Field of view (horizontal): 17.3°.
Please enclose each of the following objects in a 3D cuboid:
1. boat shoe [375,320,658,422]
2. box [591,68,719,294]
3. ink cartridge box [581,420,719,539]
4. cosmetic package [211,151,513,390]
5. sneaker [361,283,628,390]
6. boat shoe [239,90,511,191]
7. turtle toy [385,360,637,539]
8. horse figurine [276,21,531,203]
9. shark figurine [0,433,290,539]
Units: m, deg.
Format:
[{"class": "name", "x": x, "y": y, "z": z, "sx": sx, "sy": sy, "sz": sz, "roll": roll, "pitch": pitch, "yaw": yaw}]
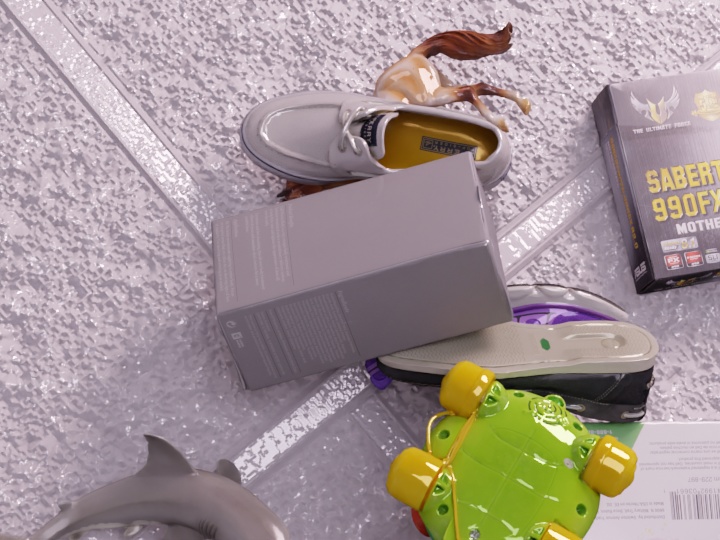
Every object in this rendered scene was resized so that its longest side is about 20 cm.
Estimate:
[{"class": "boat shoe", "x": 0.108, "y": 0.074, "z": 1.668, "sx": 0.200, "sy": 0.068, "sz": 0.072, "roll": 4, "pitch": 34, "yaw": -1}, {"class": "box", "x": 0.292, "y": -0.076, "z": 1.812, "sx": 0.200, "sy": 0.048, "sz": 0.159, "roll": -8, "pitch": 77, "yaw": -14}, {"class": "ink cartridge box", "x": 0.198, "y": 0.214, "z": 1.690, "sx": 0.145, "sy": 0.088, "sz": 0.200, "roll": 0, "pitch": 73, "yaw": -11}, {"class": "cosmetic package", "x": 0.000, "y": 0.000, "z": 1.658, "sx": 0.200, "sy": 0.090, "sz": 0.107, "roll": -12, "pitch": 41, "yaw": 6}, {"class": "sneaker", "x": 0.097, "y": 0.052, "z": 1.733, "sx": 0.200, "sy": 0.081, "sz": 0.084, "roll": -5, "pitch": 90, "yaw": -3}, {"class": "boat shoe", "x": 0.009, "y": -0.096, "z": 1.700, "sx": 0.200, "sy": 0.070, "sz": 0.071, "roll": 9, "pitch": 79, "yaw": 6}, {"class": "turtle toy", "x": 0.088, "y": 0.167, "z": 1.598, "sx": 0.146, "sy": 0.101, "sz": 0.200, "roll": 29, "pitch": 65, "yaw": 10}, {"class": "horse figurine", "x": 0.042, "y": -0.104, "z": 1.761, "sx": 0.132, "sy": 0.050, "sz": 0.200, "roll": 26, "pitch": 79, "yaw": 15}, {"class": "shark figurine", "x": -0.157, "y": 0.155, "z": 1.626, "sx": 0.214, "sy": 0.090, "sz": 0.128, "roll": -8, "pitch": 38, "yaw": 4}]
